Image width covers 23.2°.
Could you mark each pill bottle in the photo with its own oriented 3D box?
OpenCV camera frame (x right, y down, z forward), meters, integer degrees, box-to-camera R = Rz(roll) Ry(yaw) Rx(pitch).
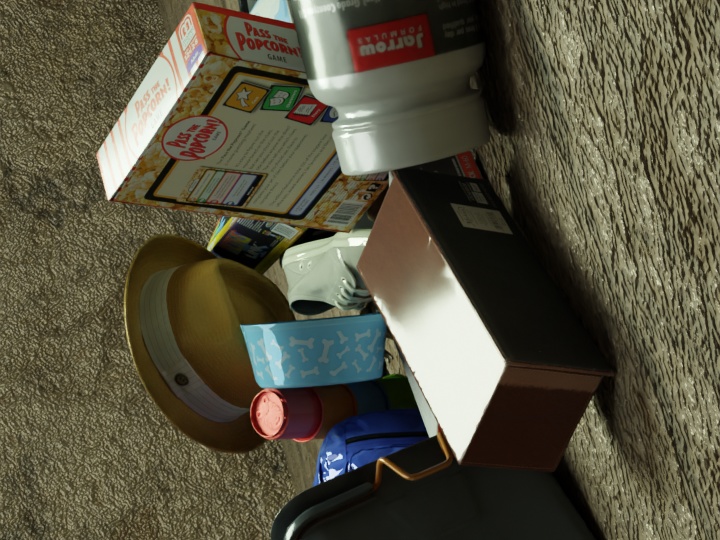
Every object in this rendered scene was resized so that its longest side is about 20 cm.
[{"bbox_3d":[0.014,-0.166,1.072,0.114,0.113,0.201,-147,43,-78],"label":"pill bottle"}]

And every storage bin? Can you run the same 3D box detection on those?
[{"bbox_3d":[0.062,0.191,1.125,0.134,0.199,0.146,49,153,49],"label":"storage bin"}]

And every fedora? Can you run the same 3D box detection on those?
[{"bbox_3d":[-0.111,0.052,1.472,0.200,0.082,0.201,35,-138,-40],"label":"fedora"}]

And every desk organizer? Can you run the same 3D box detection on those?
[{"bbox_3d":[0.067,0.026,1.053,0.077,0.071,0.200,-67,30,29],"label":"desk organizer"}]

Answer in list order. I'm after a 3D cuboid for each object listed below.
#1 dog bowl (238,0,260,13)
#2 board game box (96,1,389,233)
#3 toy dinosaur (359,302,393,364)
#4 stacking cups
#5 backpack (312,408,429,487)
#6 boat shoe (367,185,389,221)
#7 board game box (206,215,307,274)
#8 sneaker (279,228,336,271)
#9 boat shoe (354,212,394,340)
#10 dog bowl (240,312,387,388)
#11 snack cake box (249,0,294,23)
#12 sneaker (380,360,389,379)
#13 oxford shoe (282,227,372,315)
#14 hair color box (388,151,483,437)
[{"bbox_3d":[-0.045,-0.277,1.263,0.200,0.073,0.201,3,-90,-89],"label":"dog bowl"},{"bbox_3d":[-0.056,-0.097,1.191,0.152,0.199,0.046,-49,47,38],"label":"board game box"},{"bbox_3d":[0.015,0.019,1.563,0.201,0.058,0.101,86,169,-48],"label":"toy dinosaur"},{"bbox_3d":[-0.004,0.115,1.421,0.060,0.200,0.061,0,89,38],"label":"stacking cups"},{"bbox_3d":[0.045,0.199,1.338,0.168,0.162,0.201,100,169,-49],"label":"backpack"},{"bbox_3d":[0.006,-0.103,1.358,0.203,0.074,0.075,-116,15,-56],"label":"boat shoe"},{"bbox_3d":[-0.067,-0.090,1.526,0.166,0.056,0.200,-70,11,-20],"label":"board game box"},{"bbox_3d":[-0.026,-0.059,1.553,0.200,0.075,0.116,-102,23,-77],"label":"sneaker"},{"bbox_3d":[0.026,-0.008,1.444,0.066,0.070,0.200,89,157,-51],"label":"boat shoe"},{"bbox_3d":[-0.035,0.061,1.354,0.200,0.111,0.050,170,95,-85],"label":"dog bowl"},{"bbox_3d":[-0.049,-0.122,1.274,0.200,0.115,0.067,-48,46,43],"label":"snack cake box"},{"bbox_3d":[-0.012,0.114,1.543,0.200,0.082,0.075,47,-135,-53],"label":"sneaker"},{"bbox_3d":[0.000,0.000,1.342,0.200,0.075,0.058,-18,71,60],"label":"oxford shoe"},{"bbox_3d":[0.065,0.026,1.226,0.200,0.064,0.111,85,168,-54],"label":"hair color box"}]
